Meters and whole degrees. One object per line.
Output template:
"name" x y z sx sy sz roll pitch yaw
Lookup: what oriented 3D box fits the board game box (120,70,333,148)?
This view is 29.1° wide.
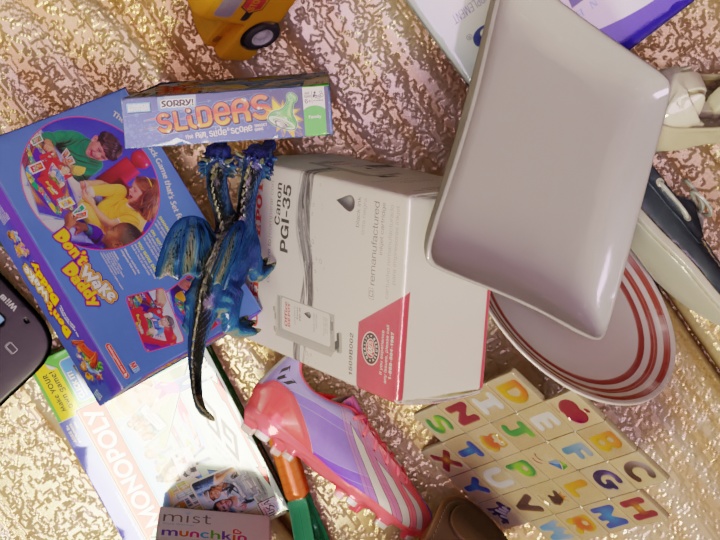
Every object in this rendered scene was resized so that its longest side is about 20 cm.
"board game box" -0.087 -0.115 0.981 0.135 0.200 0.034 -4 101 -1

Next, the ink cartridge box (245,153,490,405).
"ink cartridge box" 0.000 0.000 1.002 0.083 0.200 0.147 -5 104 -37

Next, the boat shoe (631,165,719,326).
"boat shoe" 0.231 -0.040 1.070 0.200 0.075 0.062 45 75 4

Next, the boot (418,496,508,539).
"boot" 0.040 0.265 1.078 0.077 0.200 0.155 41 109 5

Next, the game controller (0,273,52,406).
"game controller" -0.333 0.019 1.072 0.104 0.042 0.200 -43 92 8

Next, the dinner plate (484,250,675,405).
"dinner plate" 0.152 0.018 1.034 0.200 0.200 0.024 35 129 -8

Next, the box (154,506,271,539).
"box" -0.122 0.312 1.062 0.097 0.177 0.200 6 112 -8

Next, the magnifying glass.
"magnifying glass" -0.045 0.202 1.117 0.022 0.080 0.200 -14 91 10

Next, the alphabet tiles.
"alphabet tiles" 0.135 0.148 1.066 0.166 0.200 0.006 44 54 -10

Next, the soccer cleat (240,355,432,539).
"soccer cleat" -0.005 0.142 1.092 0.200 0.067 0.076 38 79 -25

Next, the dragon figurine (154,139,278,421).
"dragon figurine" -0.102 -0.002 0.956 0.059 0.200 0.099 7 145 17

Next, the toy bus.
"toy bus" -0.066 -0.232 0.969 0.200 0.078 0.065 -45 59 42

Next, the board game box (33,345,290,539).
"board game box" -0.159 0.132 1.116 0.135 0.029 0.200 -26 101 3

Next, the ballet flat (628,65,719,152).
"ballet flat" 0.259 -0.128 1.042 0.200 0.069 0.070 -3 102 -16

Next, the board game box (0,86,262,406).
"board game box" -0.181 -0.021 1.014 0.134 0.045 0.200 -29 86 -38

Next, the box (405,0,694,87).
"box" 0.120 -0.233 1.012 0.184 0.105 0.200 -37 101 6

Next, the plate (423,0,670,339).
"plate" 0.124 -0.072 0.939 0.199 0.032 0.200 22 81 -42

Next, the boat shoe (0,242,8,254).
"boat shoe" -0.214 -0.006 1.056 0.200 0.057 0.069 33 91 2
